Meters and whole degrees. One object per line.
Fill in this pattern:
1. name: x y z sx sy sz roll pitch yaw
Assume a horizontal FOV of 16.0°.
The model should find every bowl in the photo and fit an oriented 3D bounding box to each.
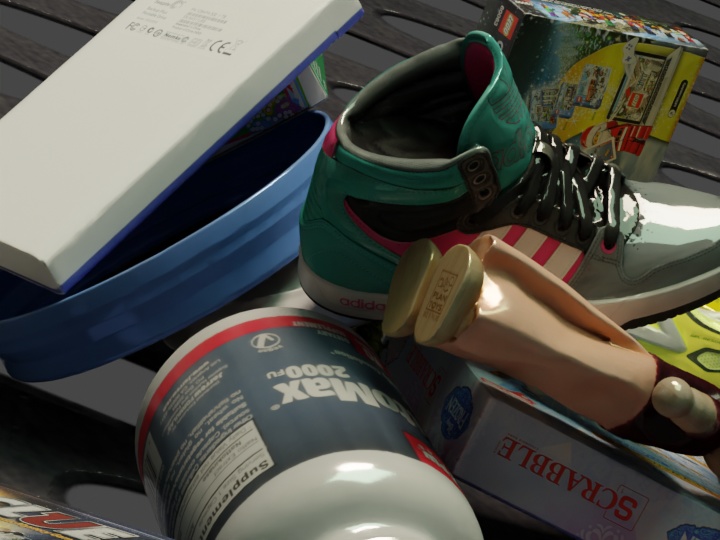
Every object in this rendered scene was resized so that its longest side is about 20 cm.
1. bowl: -0.094 -0.011 1.221 0.040 0.200 0.201 62 14 -14

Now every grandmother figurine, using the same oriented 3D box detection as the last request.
1. grandmother figurine: 0.112 0.047 1.063 0.199 0.061 0.121 26 4 -22

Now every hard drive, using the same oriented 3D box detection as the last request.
1. hard drive: -0.107 -0.076 1.212 0.132 0.200 0.025 20 -32 50

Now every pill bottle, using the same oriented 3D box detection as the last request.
1. pill bottle: -0.015 0.110 1.046 0.119 0.120 0.200 12 22 -24

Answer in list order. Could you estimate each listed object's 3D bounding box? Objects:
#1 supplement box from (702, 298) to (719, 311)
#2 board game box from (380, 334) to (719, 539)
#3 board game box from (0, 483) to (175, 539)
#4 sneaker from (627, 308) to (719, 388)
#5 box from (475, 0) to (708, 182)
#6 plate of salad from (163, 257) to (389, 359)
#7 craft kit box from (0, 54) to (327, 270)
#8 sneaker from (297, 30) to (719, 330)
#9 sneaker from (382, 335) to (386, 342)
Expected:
1. supplement box: 0.183 0.055 1.398 0.199 0.109 0.109 29 22 22
2. board game box: 0.114 0.091 1.176 0.199 0.041 0.200 28 7 -13
3. board game box: -0.159 0.105 0.937 0.135 0.035 0.199 1 6 -44
4. sneaker: 0.206 0.063 1.266 0.199 0.077 0.075 29 4 -12
5. box: 0.102 -0.054 1.467 0.136 0.201 0.038 7 24 -34
6. plate of salad: 0.000 0.000 1.219 0.199 0.048 0.200 -21 18 7
7. craft kit box: -0.113 -0.080 1.339 0.049 0.197 0.200 59 5 -14
8. sneaker: 0.071 -0.043 1.087 0.199 0.121 0.084 -2 44 -1
9. sneaker: -0.030 0.040 1.288 0.090 0.067 0.200 29 23 14
